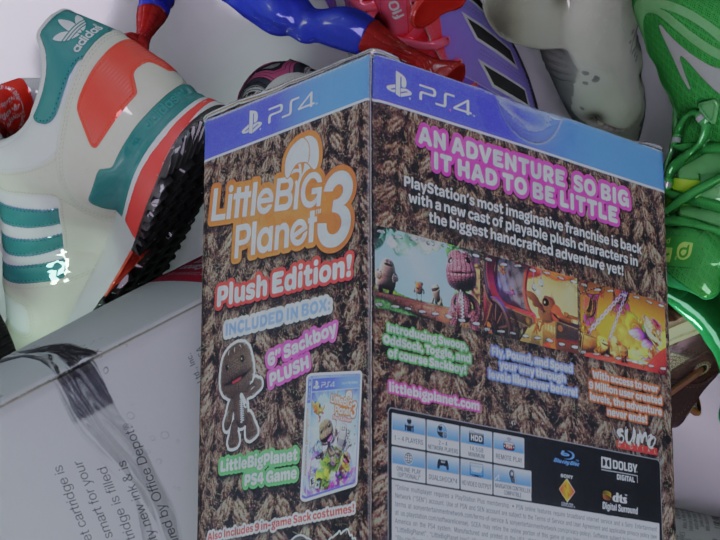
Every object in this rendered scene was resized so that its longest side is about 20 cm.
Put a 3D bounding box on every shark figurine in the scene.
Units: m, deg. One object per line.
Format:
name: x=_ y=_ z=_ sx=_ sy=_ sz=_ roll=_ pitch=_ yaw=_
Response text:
shark figurine: x=0.107 y=-0.163 z=0.900 sx=0.127 sy=0.090 sz=0.215 roll=11 pitch=116 yaw=-37

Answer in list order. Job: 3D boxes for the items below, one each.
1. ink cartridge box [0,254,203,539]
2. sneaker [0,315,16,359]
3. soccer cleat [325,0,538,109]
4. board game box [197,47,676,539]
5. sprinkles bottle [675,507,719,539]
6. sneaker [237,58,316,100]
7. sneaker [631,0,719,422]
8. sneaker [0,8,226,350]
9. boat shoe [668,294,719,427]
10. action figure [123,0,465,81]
ink cartridge box: x=-0.089 y=0.093 z=0.850 sx=0.199 sy=0.083 sz=0.146 roll=-27 pitch=106 yaw=-27
sneaker: x=-0.220 y=-0.003 z=0.941 sx=0.115 sy=0.075 sz=0.202 roll=-37 pitch=69 yaw=48
soccer cleat: x=0.015 y=-0.115 z=0.910 sx=0.068 sy=0.073 sz=0.201 roll=-27 pitch=102 yaw=7
board game box: x=0.029 y=0.042 z=0.805 sx=0.159 sy=0.097 sz=0.202 roll=14 pitch=69 yaw=-41
sprinkles bottle: x=0.130 y=0.137 z=0.975 sx=0.198 sy=0.068 sz=0.069 roll=12 pitch=104 yaw=-2
sneaker: x=0.000 y=0.000 z=0.943 sx=0.080 sy=0.075 sz=0.201 roll=-20 pitch=119 yaw=-10
sneaker: x=0.149 y=-0.027 z=0.863 sx=0.083 sy=0.074 sz=0.201 roll=-22 pitch=96 yaw=-24
sneaker: x=-0.122 y=-0.033 z=0.907 sx=0.093 sy=0.070 sz=0.200 roll=42 pitch=142 yaw=4
boat shoe: x=0.120 y=0.034 z=0.946 sx=0.199 sy=0.072 sz=0.072 roll=-33 pitch=136 yaw=-14
action figure: x=-0.064 y=-0.112 z=0.870 sx=0.199 sy=0.099 sz=0.066 roll=28 pitch=135 yaw=31
